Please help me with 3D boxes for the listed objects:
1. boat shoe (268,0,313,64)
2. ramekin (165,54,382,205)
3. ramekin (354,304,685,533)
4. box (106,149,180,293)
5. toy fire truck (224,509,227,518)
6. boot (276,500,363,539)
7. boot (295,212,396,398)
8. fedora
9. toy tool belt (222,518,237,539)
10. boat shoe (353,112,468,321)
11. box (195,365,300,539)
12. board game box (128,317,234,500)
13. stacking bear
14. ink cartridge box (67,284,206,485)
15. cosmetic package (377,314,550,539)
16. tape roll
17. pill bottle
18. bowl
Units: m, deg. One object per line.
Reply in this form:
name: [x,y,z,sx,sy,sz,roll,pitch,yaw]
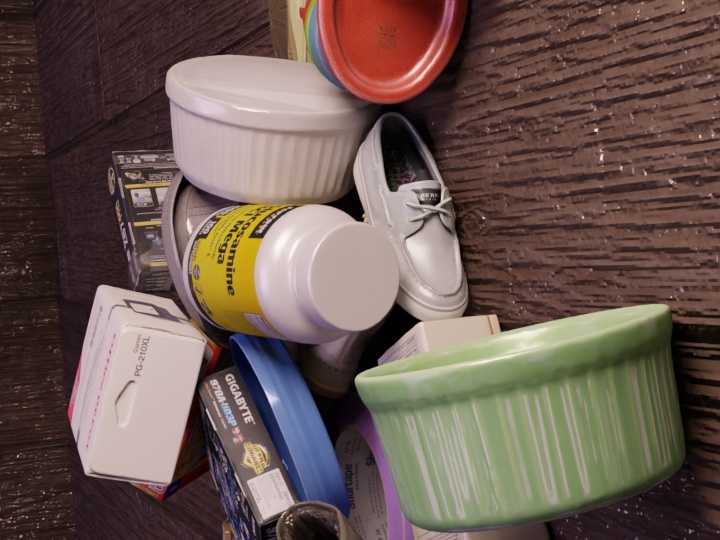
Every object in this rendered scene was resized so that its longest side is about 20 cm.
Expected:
boat shoe: [-0.054,-0.207,1.323,0.073,0.063,0.202,37,135,55]
ramekin: [-0.082,-0.128,1.197,0.202,0.201,0.095,-135,48,-58]
ramekin: [0.103,0.091,0.805,0.200,0.199,0.098,165,91,-68]
box: [-0.163,-0.058,1.417,0.049,0.199,0.162,116,142,-49]
toy fire truck: [-0.116,0.350,1.517,0.200,0.128,0.177,104,153,-63]
boot: [0.032,0.280,1.037,0.181,0.073,0.201,9,133,52]
boot: [0.000,0.000,1.191,0.200,0.072,0.155,-87,22,-53]
fedora: [-0.111,-0.020,1.259,0.200,0.090,0.178,58,-152,-50]
toy tool belt: [-0.091,0.268,1.401,0.200,0.125,0.123,51,173,29]
boat shoe: [0.042,-0.049,1.083,0.072,0.070,0.202,109,149,-48]
box: [-0.104,0.210,1.246,0.200,0.046,0.159,92,154,-55]
board game box: [-0.164,0.131,1.401,0.201,0.046,0.151,-68,-14,16]
stacking bear: [0.001,-0.212,1.116,0.200,0.121,0.114,-130,47,-69]
ink cartridge box: [-0.221,0.107,1.263,0.200,0.084,0.146,-151,75,-70]
cosmetic package: [0.080,0.147,1.028,0.104,0.073,0.201,134,128,-62]
tape roll: [0.027,0.206,1.184,0.200,0.065,0.201,176,90,-68]
pill bottle: [-0.057,0.001,1.079,0.200,0.112,0.113,3,98,56]
bowl: [-0.064,0.145,1.183,0.201,0.039,0.202,158,90,-78]
